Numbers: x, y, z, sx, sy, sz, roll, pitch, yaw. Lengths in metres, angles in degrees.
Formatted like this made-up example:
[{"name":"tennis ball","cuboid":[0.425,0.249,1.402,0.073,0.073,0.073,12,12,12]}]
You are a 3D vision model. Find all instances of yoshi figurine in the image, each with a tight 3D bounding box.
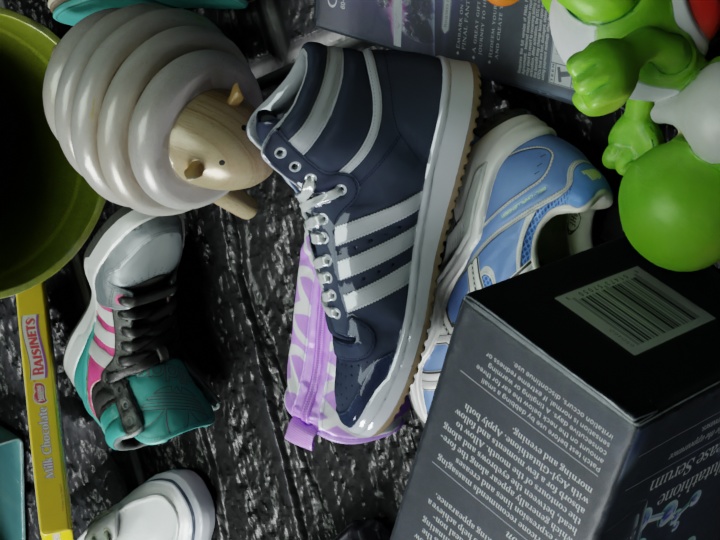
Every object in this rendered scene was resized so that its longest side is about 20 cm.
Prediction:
[{"name":"yoshi figurine","cuboid":[0.123,-0.079,0.679,0.200,0.112,0.112,47,142,9]}]

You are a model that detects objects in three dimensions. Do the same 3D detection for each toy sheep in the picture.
[{"name":"toy sheep","cuboid":[-0.126,-0.099,0.908,0.199,0.137,0.139,24,120,36]}]

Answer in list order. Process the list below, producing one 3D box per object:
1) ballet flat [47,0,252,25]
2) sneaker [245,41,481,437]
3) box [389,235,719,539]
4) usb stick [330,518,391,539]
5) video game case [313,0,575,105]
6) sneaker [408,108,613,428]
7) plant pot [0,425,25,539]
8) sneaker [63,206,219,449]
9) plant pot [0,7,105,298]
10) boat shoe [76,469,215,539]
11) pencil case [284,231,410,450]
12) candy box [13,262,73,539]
[{"name":"ballet flat","cuboid":[-0.128,-0.194,0.945,0.199,0.069,0.070,4,106,43]},{"name":"sneaker","cuboid":[-0.013,-0.019,0.758,0.070,0.107,0.202,-137,59,-71]},{"name":"box","cuboid":[0.108,0.103,0.727,0.107,0.148,0.202,37,127,32]},{"name":"usb stick","cuboid":[-0.031,0.229,1.002,0.056,0.032,0.200,52,134,11]},{"name":"video game case","cuboid":[0.051,-0.180,0.786,0.199,0.019,0.144,24,120,40]},{"name":"sneaker","cuboid":[0.078,0.021,0.783,0.077,0.075,0.202,34,127,39]},{"name":"plant pot","cuboid":[-0.404,0.186,1.306,0.199,0.140,0.143,29,123,45]},{"name":"sneaker","cuboid":[-0.142,0.054,1.006,0.121,0.083,0.201,53,142,26]},{"name":"plant pot","cuboid":[-0.311,-0.087,1.089,0.192,0.199,0.203,8,110,57]},{"name":"boat shoe","cuboid":[-0.179,0.218,1.125,0.074,0.066,0.200,57,136,15]},{"name":"pencil case","cuboid":[0.000,0.000,0.852,0.083,0.085,0.202,17,117,27]},{"name":"candy box","cuboid":[-0.237,0.104,1.108,0.102,0.026,0.202,114,148,-72]}]
